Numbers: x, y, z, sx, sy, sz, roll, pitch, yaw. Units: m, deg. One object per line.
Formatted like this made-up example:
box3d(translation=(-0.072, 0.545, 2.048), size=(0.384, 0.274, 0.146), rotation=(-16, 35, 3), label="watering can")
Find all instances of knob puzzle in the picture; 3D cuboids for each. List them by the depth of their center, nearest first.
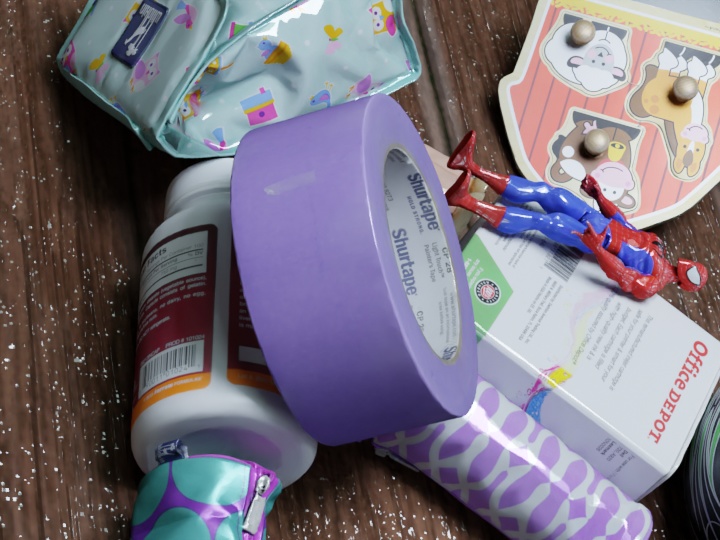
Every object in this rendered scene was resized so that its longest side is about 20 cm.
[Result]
box3d(translation=(0.202, -0.118, 1.428), size=(0.220, 0.030, 0.220), rotation=(0, 76, 1), label="knob puzzle")

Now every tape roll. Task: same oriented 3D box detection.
box3d(translation=(0.000, 0.000, 1.105), size=(0.200, 0.085, 0.200), rotation=(-15, 90, -73), label="tape roll")

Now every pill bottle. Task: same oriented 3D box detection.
box3d(translation=(-0.083, 0.032, 1.150), size=(0.113, 0.113, 0.200), rotation=(15, 50, -20), label="pill bottle")

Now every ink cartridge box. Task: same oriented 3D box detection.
box3d(translation=(0.139, 0.058, 1.282), size=(0.200, 0.084, 0.145), rotation=(37, 45, 0), label="ink cartridge box")

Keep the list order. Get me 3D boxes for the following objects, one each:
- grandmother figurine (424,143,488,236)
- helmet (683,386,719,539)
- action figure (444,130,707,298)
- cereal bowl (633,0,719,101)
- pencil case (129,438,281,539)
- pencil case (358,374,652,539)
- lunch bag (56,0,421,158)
box3d(translation=(-0.003, -0.094, 1.338), size=(0.200, 0.061, 0.121), rotation=(32, 19, -1), label="grandmother figurine")
box3d(translation=(0.318, 0.139, 1.257), size=(0.200, 0.200, 0.191), rotation=(-22, 81, -40), label="helmet")
box3d(translation=(0.155, -0.031, 1.273), size=(0.200, 0.052, 0.065), rotation=(26, 39, -17), label="action figure")
box3d(translation=(0.287, -0.169, 1.545), size=(0.200, 0.083, 0.200), rotation=(16, 50, -20), label="cereal bowl")
box3d(translation=(-0.086, 0.200, 1.035), size=(0.085, 0.092, 0.200), rotation=(30, 44, -38), label="pencil case")
box3d(translation=(0.095, 0.135, 1.203), size=(0.200, 0.084, 0.086), rotation=(37, 81, 2), label="pencil case")
box3d(translation=(-0.091, -0.156, 1.234), size=(0.200, 0.122, 0.170), rotation=(-29, 38, -20), label="lunch bag")
